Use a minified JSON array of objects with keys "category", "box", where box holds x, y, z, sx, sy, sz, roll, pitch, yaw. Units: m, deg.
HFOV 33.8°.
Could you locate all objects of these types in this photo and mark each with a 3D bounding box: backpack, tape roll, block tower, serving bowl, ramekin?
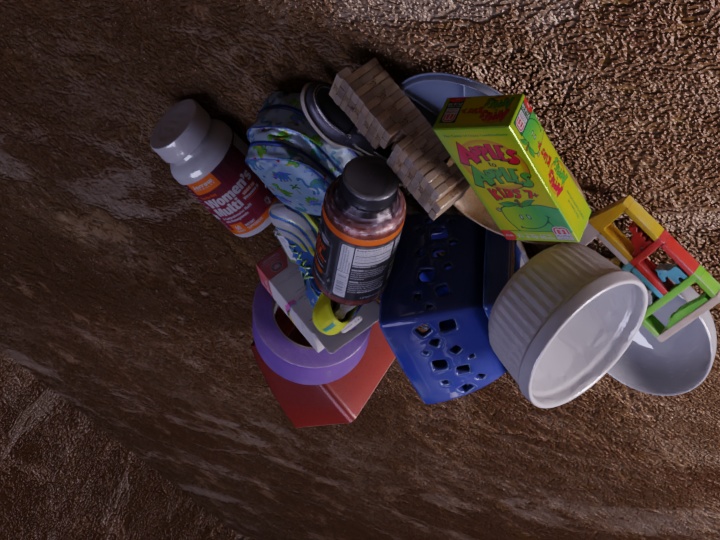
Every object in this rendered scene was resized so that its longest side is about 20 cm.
[{"category":"backpack","box":[-0.063,-0.148,1.569,0.162,0.154,0.201,13,141,41]},{"category":"tape roll","box":[-0.078,0.077,1.929,0.197,0.202,0.085,23,155,5]},{"category":"block tower","box":[0.048,-0.160,1.407,0.201,0.058,0.054,50,156,7]},{"category":"serving bowl","box":[0.389,0.069,1.590,0.198,0.066,0.202,24,136,25]},{"category":"ramekin","box":[0.250,0.061,1.471,0.105,0.199,0.201,45,168,33]}]

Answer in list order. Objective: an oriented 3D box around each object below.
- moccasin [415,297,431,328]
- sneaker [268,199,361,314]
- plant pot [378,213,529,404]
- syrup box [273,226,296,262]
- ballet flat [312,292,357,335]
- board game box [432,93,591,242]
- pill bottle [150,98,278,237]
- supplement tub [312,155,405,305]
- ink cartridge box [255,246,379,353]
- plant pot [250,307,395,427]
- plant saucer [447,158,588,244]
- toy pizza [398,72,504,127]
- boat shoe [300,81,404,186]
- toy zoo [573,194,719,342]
[{"category":"moccasin","box":[0.078,0.051,1.885,0.199,0.069,0.080,34,155,-16]},{"category":"sneaker","box":[-0.061,-0.013,1.672,0.199,0.106,0.076,35,144,-2]},{"category":"plant pot","box":[0.144,0.042,1.628,0.177,0.202,0.201,-11,137,21]},{"category":"syrup box","box":[-0.022,-0.050,1.766,0.197,0.082,0.079,11,150,28]},{"category":"ballet flat","box":[0.000,0.000,1.624,0.066,0.202,0.067,35,157,-15]},{"category":"board game box","box":[0.173,-0.111,1.333,0.101,0.048,0.200,4,147,40]},{"category":"pill bottle","box":[-0.206,-0.148,1.719,0.109,0.111,0.200,-1,145,44]},{"category":"supplement tub","box":[-0.001,-0.053,1.491,0.106,0.108,0.201,22,142,7]},{"category":"ink cartridge box","box":[-0.059,0.042,1.844,0.200,0.116,0.068,49,165,26]},{"category":"plant pot","box":[-0.071,0.135,2.070,0.176,0.201,0.199,46,150,-18]},{"category":"plant saucer","box":[0.186,-0.105,1.432,0.198,0.036,0.201,21,155,11]},{"category":"toy pizza","box":[0.132,-0.175,1.432,0.198,0.032,0.201,22,155,11]},{"category":"boat shoe","box":[0.011,-0.179,1.499,0.199,0.074,0.062,36,150,-30]},{"category":"toy zoo","box":[0.346,-0.010,1.487,0.200,0.020,0.131,45,144,2]}]
